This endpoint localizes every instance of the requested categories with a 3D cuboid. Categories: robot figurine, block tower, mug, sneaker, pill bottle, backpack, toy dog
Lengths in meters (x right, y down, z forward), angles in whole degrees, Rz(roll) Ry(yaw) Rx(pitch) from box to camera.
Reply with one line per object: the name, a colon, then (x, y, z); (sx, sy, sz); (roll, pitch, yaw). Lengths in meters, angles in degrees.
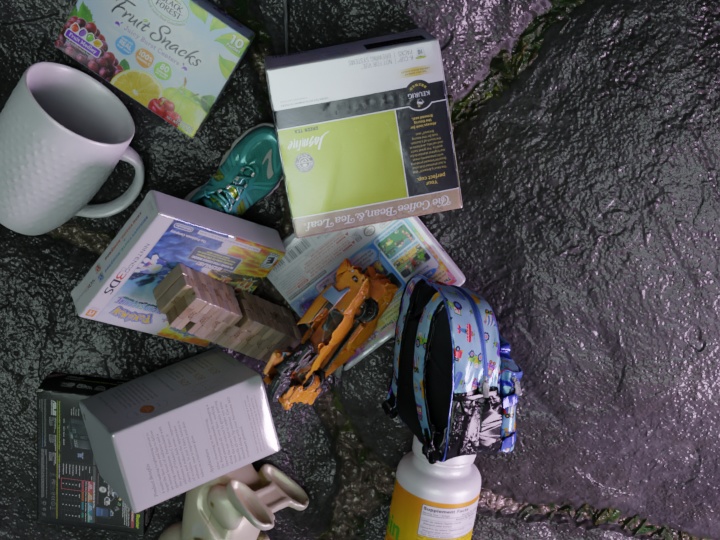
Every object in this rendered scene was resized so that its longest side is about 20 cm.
robot figurine: (-0.042, 0.083, 1.689); (0.058, 0.145, 0.201); (43, 101, 25)
block tower: (-0.160, 0.056, 1.694); (0.058, 0.054, 0.199); (-42, 140, 22)
mug: (-0.356, -0.128, 1.681); (0.198, 0.149, 0.176); (20, 122, -32)
sneaker: (-0.158, -0.093, 1.690); (0.077, 0.080, 0.200); (41, 108, -7)
pill bottle: (0.094, 0.298, 1.775); (0.109, 0.111, 0.203); (10, 110, 3)
backpack: (0.113, 0.107, 1.672); (0.133, 0.182, 0.203); (-4, 107, -19)
toy dog: (-0.199, 0.339, 1.814); (0.193, 0.139, 0.201); (38, 109, 7)

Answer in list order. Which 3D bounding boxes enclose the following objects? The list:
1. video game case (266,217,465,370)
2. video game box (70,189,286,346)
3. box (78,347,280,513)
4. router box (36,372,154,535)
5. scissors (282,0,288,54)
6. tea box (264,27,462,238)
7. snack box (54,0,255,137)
video game case: (0.000, 0.000, 1.733); (0.199, 0.024, 0.183); (-37, 101, 16)
video game box: (-0.219, 0.003, 1.678); (0.199, 0.047, 0.182); (17, 128, -41)
box: (-0.225, 0.193, 1.715); (0.198, 0.152, 0.108); (-21, 109, -22)
router box: (-0.348, 0.242, 1.836); (0.148, 0.062, 0.203); (7, 109, 5)
scissors: (-0.089, -0.349, 1.624); (0.014, 0.074, 0.202); (-5, 133, -4)
tea box: (0.001, -0.160, 1.598); (0.197, 0.134, 0.200); (-10, 105, -3)
snack box: (-0.244, -0.275, 1.653); (0.199, 0.053, 0.143); (33, 108, -5)
